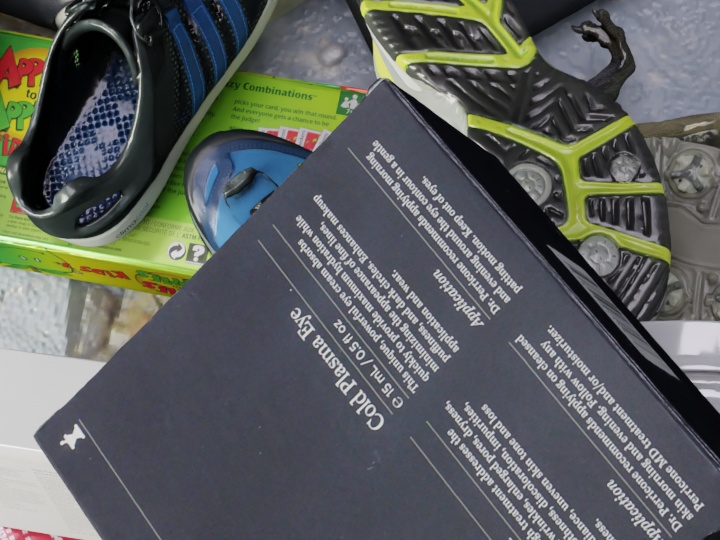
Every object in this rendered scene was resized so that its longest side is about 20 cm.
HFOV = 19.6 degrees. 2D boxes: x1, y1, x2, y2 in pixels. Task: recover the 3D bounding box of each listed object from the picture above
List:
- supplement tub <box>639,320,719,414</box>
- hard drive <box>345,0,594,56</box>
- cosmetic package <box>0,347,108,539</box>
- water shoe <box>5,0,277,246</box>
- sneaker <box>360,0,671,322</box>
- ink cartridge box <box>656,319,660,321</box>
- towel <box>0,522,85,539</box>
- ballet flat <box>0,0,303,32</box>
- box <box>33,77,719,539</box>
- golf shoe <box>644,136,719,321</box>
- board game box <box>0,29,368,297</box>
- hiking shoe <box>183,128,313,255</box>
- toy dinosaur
[{"bbox_3d":[0.128,0.129,0.795,0.144,0.145,0.201,2,78,6],"label":"supplement tub"},{"bbox_3d":[0.075,-0.185,0.955,0.199,0.033,0.140,-30,109,-6],"label":"hard drive"},{"bbox_3d":[-0.087,0.079,0.874,0.199,0.083,0.051,7,59,16],"label":"cosmetic package"},{"bbox_3d":[-0.088,-0.105,0.900,0.071,0.079,0.201,21,86,12],"label":"water shoe"},{"bbox_3d":[0.069,-0.049,0.880,0.075,0.077,0.201,-24,62,-9],"label":"sneaker"},{"bbox_3d":[0.187,0.032,0.914,0.199,0.050,0.161,-32,73,-2],"label":"ink cartridge box"},{"bbox_3d":[-0.063,0.134,0.921,0.199,0.022,0.145,-28,74,-1],"label":"towel"},{"bbox_3d":[-0.085,-0.138,0.981,0.199,0.073,0.073,-15,73,-1],"label":"ballet flat"},{"bbox_3d":[0.021,0.074,0.720,0.182,0.104,0.200,-44,63,10],"label":"box"},{"bbox_3d":[0.186,-0.004,0.884,0.199,0.097,0.079,17,95,22],"label":"golf shoe"},{"bbox_3d":[-0.089,-0.043,0.962,0.199,0.048,0.102,10,74,8],"label":"board game box"},{"bbox_3d":[0.000,0.000,0.868,0.200,0.087,0.074,40,81,19],"label":"hiking shoe"},{"bbox_3d":[0.098,-0.063,0.947,0.199,0.047,0.089,-21,75,8],"label":"toy dinosaur"}]
